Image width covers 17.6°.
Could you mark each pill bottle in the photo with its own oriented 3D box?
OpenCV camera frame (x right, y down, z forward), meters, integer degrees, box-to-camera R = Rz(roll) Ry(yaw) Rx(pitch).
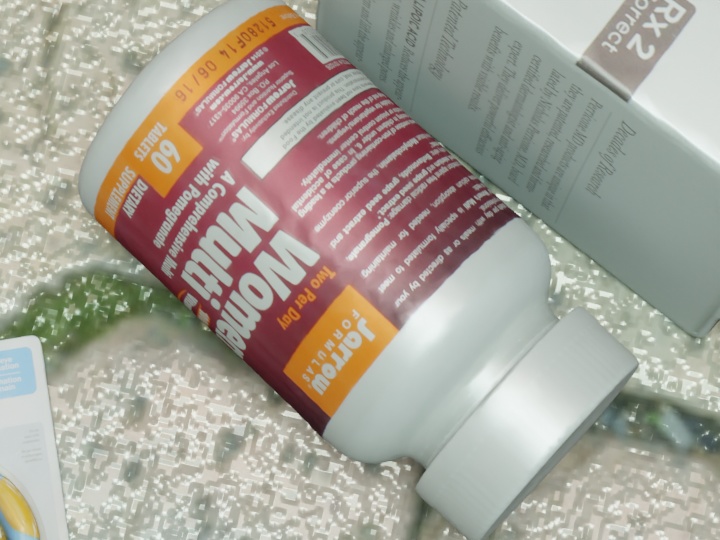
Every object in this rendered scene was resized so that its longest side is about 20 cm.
[{"bbox_3d":[0.000,0.000,0.859,0.200,0.110,0.110,43,76,9],"label":"pill bottle"}]

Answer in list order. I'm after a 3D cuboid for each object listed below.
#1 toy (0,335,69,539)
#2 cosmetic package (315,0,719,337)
[{"bbox_3d":[-0.160,0.123,0.845,0.114,0.047,0.201,-9,75,-8],"label":"toy"},{"bbox_3d":[0.109,-0.112,0.868,0.200,0.165,0.165,36,76,7],"label":"cosmetic package"}]
